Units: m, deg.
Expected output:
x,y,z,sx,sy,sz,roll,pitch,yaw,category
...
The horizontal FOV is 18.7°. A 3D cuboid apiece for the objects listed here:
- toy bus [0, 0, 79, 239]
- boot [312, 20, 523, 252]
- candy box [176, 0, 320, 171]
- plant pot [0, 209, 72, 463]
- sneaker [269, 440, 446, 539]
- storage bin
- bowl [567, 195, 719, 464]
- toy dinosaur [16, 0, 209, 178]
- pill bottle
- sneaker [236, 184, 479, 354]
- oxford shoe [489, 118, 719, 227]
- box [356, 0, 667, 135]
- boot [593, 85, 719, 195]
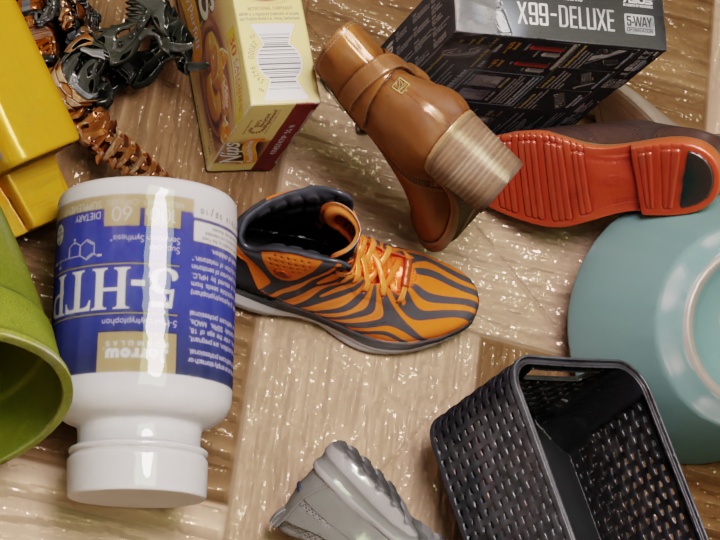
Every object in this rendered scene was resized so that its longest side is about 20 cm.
x,y,z,sx,sy,sz,roll,pitch,yaw,category
-0.249,-0.122,1.451,0.065,0.078,0.200,-27,93,-42,toy bus
0.029,-0.097,1.502,0.155,0.200,0.074,41,74,0,boot
-0.086,-0.183,1.539,0.055,0.115,0.200,-3,70,-22,candy box
-0.292,0.005,1.348,0.200,0.200,0.193,-2,59,-21,plant pot
0.023,0.208,1.464,0.082,0.075,0.200,-41,93,7,sneaker
0.146,0.167,1.465,0.135,0.094,0.200,5,58,-42,storage bin
0.258,0.041,1.553,0.201,0.105,0.201,0,89,-17,bowl
-0.184,-0.141,1.511,0.136,0.102,0.200,-35,98,2,toy dinosaur
-0.141,0.049,1.419,0.120,0.120,0.200,5,75,-19,pill bottle
0.000,0.000,1.499,0.200,0.112,0.078,8,67,-17,sneaker
0.170,-0.075,1.593,0.200,0.071,0.073,4,24,20,oxford shoe
0.101,-0.146,1.547,0.158,0.200,0.050,3,72,-19,box
0.281,-0.079,1.666,0.146,0.070,0.200,-29,87,-30,boot
